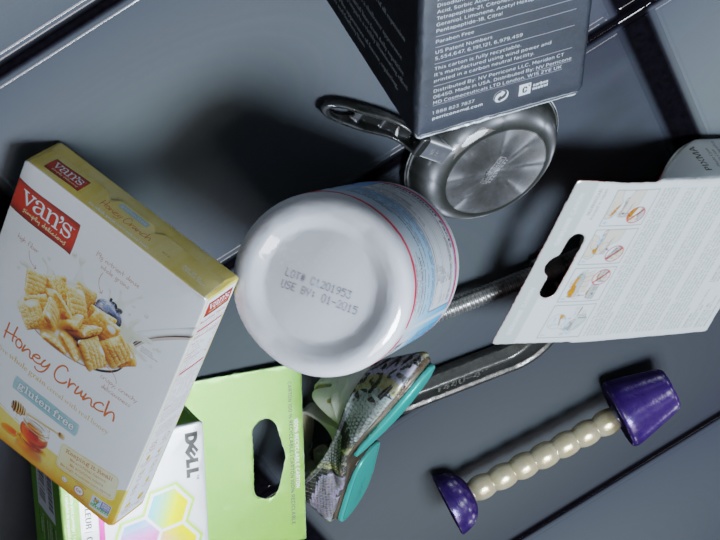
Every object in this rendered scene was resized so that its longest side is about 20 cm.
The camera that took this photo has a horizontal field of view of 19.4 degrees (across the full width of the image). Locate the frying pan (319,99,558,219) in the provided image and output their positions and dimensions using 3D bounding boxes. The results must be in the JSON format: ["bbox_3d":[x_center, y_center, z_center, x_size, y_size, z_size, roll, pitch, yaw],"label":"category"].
[{"bbox_3d":[0.066,-0.090,1.371,0.115,0.031,0.190,-38,144,9],"label":"frying pan"}]

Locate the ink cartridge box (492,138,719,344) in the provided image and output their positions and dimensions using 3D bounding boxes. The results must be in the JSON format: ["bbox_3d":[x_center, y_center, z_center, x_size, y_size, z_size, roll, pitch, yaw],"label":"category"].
[{"bbox_3d":[0.196,-0.020,1.508,0.200,0.047,0.160,-2,135,-31],"label":"ink cartridge box"}]

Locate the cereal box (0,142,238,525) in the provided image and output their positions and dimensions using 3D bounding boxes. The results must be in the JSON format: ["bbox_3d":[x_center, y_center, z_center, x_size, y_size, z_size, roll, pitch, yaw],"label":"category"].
[{"bbox_3d":[-0.167,0.041,1.279,0.040,0.144,0.200,-36,156,-50],"label":"cereal box"}]

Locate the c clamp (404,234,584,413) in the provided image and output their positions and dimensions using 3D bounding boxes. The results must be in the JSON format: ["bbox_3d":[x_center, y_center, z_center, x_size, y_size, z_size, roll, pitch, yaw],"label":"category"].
[{"bbox_3d":[0.080,0.033,1.518,0.200,0.027,0.171,-24,147,-9],"label":"c clamp"}]

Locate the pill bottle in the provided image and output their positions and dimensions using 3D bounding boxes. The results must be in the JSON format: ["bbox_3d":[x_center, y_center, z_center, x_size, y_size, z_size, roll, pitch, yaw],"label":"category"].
[{"bbox_3d":[0.000,0.000,1.304,0.109,0.109,0.200,-41,175,14],"label":"pill bottle"}]

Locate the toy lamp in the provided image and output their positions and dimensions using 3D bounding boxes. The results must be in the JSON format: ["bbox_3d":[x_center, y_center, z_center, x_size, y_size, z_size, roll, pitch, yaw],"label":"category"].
[{"bbox_3d":[0.156,0.138,1.651,0.200,0.058,0.058,-29,142,-3],"label":"toy lamp"}]

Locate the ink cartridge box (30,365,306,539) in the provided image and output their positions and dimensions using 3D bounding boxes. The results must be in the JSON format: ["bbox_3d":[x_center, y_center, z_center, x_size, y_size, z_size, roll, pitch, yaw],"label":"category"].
[{"bbox_3d":[-0.118,0.154,1.441,0.200,0.076,0.148,-10,112,-22],"label":"ink cartridge box"}]

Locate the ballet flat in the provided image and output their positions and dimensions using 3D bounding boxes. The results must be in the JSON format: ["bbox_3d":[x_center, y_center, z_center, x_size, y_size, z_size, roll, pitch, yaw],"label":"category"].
[{"bbox_3d":[-0.010,0.109,1.497,0.072,0.072,0.200,-8,147,-25],"label":"ballet flat"}]

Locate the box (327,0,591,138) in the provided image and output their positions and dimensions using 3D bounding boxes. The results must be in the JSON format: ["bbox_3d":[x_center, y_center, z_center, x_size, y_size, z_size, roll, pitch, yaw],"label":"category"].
[{"bbox_3d":[0.049,-0.201,1.140,0.107,0.149,0.200,-17,140,-15],"label":"box"}]
